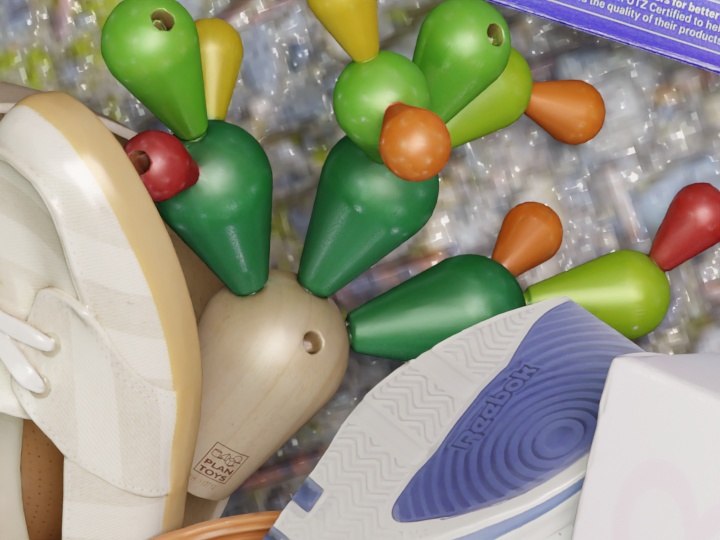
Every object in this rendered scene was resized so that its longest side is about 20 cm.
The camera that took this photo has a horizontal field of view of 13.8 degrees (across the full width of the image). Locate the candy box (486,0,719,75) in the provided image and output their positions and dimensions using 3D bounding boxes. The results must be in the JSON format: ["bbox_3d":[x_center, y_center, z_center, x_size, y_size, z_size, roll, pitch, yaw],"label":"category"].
[{"bbox_3d":[0.124,-0.155,0.822,0.168,0.077,0.201,20,103,17],"label":"candy box"}]

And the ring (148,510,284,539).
[{"bbox_3d":[-0.045,0.156,0.863,0.201,0.200,0.019,-56,41,15],"label":"ring"}]

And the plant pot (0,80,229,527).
[{"bbox_3d":[-0.148,0.024,0.891,0.134,0.199,0.202,34,108,49],"label":"plant pot"}]

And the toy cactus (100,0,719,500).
[{"bbox_3d":[0.000,0.000,0.841,0.165,0.199,0.102,-54,41,19],"label":"toy cactus"}]

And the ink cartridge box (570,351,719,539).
[{"bbox_3d":[0.126,0.127,0.701,0.200,0.057,0.164,27,111,46],"label":"ink cartridge box"}]

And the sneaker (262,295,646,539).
[{"bbox_3d":[0.022,0.108,0.813,0.199,0.115,0.081,-42,38,-4],"label":"sneaker"}]

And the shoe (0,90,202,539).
[{"bbox_3d":[-0.083,0.048,0.814,0.070,0.053,0.201,24,129,38],"label":"shoe"}]
